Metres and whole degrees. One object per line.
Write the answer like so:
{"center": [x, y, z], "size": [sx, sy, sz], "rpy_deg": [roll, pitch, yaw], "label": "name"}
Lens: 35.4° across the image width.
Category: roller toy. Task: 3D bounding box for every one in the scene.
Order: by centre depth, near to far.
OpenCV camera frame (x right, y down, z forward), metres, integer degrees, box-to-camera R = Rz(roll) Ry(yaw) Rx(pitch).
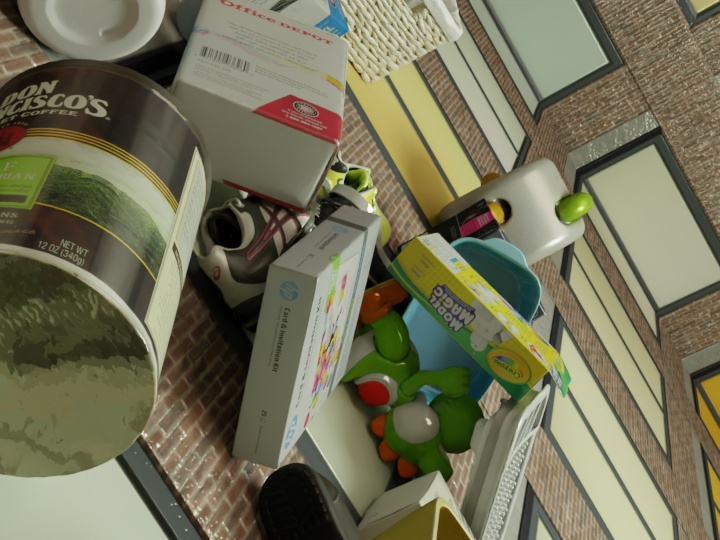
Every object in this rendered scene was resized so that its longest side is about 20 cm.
{"center": [0.209, -0.073, 1.600], "size": [0.140, 0.200, 0.182], "rpy_deg": [63, -15, 1], "label": "roller toy"}

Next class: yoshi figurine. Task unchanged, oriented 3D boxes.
{"center": [0.055, 0.106, 1.098], "size": [0.200, 0.112, 0.112], "rpy_deg": [66, 13, 3], "label": "yoshi figurine"}

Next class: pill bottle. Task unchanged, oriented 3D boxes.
{"center": [-0.216, -0.271, 0.904], "size": [0.111, 0.111, 0.200], "rpy_deg": [41, 28, -45], "label": "pill bottle"}

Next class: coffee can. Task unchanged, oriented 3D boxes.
{"center": [-0.168, -0.008, 0.628], "size": [0.146, 0.146, 0.200], "rpy_deg": [51, 23, -29], "label": "coffee can"}

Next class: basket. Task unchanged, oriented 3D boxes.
{"center": [0.026, -0.413, 1.614], "size": [0.198, 0.161, 0.200], "rpy_deg": [49, 24, -33], "label": "basket"}

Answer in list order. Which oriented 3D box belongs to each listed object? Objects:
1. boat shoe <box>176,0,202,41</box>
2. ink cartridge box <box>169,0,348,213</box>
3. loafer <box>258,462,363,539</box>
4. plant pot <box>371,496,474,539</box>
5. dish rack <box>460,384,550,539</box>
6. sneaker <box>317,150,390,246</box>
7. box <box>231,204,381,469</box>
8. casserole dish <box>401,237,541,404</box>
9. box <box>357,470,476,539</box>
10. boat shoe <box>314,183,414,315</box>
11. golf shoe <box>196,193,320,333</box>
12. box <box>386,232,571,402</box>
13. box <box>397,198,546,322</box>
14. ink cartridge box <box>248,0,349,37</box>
{"center": [-0.104, -0.204, 1.148], "size": [0.200, 0.073, 0.065], "rpy_deg": [57, 25, -17], "label": "boat shoe"}
{"center": [-0.093, -0.156, 1.011], "size": [0.147, 0.086, 0.200], "rpy_deg": [20, 32, -11], "label": "ink cartridge box"}
{"center": [-0.007, 0.234, 0.818], "size": [0.071, 0.073, 0.200], "rpy_deg": [22, 45, -61], "label": "loafer"}
{"center": [0.014, 0.290, 0.649], "size": [0.200, 0.176, 0.200], "rpy_deg": [56, 21, -17], "label": "plant pot"}
{"center": [0.125, 0.207, 1.085], "size": [0.172, 0.043, 0.200], "rpy_deg": [-17, 123, -71], "label": "dish rack"}
{"center": [-0.008, -0.068, 1.205], "size": [0.200, 0.076, 0.076], "rpy_deg": [25, 39, -61], "label": "sneaker"}
{"center": [-0.039, 0.044, 0.901], "size": [0.200, 0.041, 0.156], "rpy_deg": [-44, 149, -69], "label": "box"}
{"center": [0.102, 0.056, 1.179], "size": [0.121, 0.200, 0.039], "rpy_deg": [29, 7, -10], "label": "casserole dish"}
{"center": [0.078, 0.283, 0.975], "size": [0.200, 0.068, 0.082], "rpy_deg": [62, 20, -3], "label": "box"}
{"center": [0.000, 0.000, 1.159], "size": [0.074, 0.060, 0.200], "rpy_deg": [28, -25, 36], "label": "boat shoe"}
{"center": [-0.089, -0.041, 0.977], "size": [0.088, 0.077, 0.200], "rpy_deg": [44, 26, -28], "label": "golf shoe"}
{"center": [0.120, 0.050, 1.080], "size": [0.200, 0.048, 0.117], "rpy_deg": [44, 13, 8], "label": "box"}
{"center": [0.121, 0.011, 1.300], "size": [0.115, 0.132, 0.200], "rpy_deg": [59, 8, -10], "label": "box"}
{"center": [-0.112, -0.356, 1.311], "size": [0.200, 0.084, 0.146], "rpy_deg": [32, 36, -56], "label": "ink cartridge box"}
